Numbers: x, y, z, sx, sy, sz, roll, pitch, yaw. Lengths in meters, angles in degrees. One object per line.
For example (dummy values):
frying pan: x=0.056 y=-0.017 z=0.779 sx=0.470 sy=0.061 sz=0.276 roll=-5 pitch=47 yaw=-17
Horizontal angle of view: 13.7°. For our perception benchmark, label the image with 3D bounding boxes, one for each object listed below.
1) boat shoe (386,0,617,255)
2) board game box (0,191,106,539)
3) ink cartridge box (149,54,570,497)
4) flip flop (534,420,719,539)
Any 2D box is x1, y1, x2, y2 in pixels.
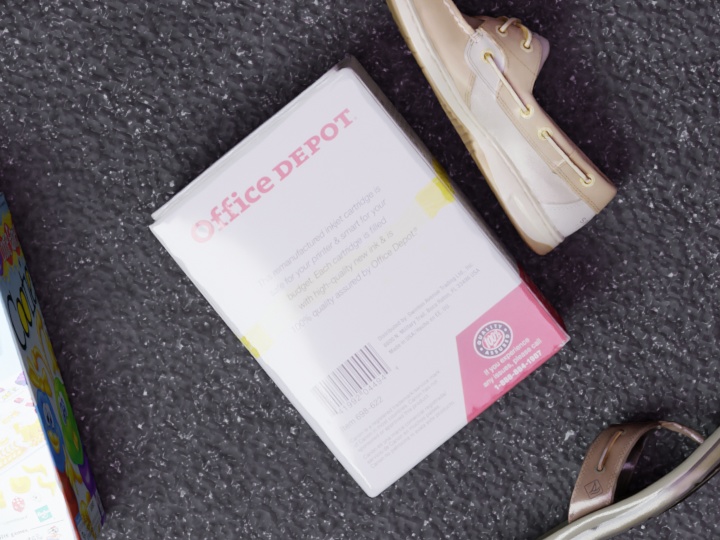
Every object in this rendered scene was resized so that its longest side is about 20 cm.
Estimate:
boat shoe: x=0.076 y=-0.108 z=1.668 sx=0.069 sy=0.074 sz=0.201 roll=-31 pitch=106 yaw=4
board game box: x=-0.225 y=0.071 z=1.688 sx=0.104 sy=0.103 sz=0.201 roll=-16 pitch=99 yaw=5
ink cartridge box: x=0.000 y=0.000 z=1.678 sx=0.145 sy=0.083 sz=0.200 roll=-38 pitch=96 yaw=7
flip flop: x=0.141 y=0.122 z=1.704 sx=0.199 sy=0.081 sz=0.058 roll=-31 pitch=82 yaw=12
